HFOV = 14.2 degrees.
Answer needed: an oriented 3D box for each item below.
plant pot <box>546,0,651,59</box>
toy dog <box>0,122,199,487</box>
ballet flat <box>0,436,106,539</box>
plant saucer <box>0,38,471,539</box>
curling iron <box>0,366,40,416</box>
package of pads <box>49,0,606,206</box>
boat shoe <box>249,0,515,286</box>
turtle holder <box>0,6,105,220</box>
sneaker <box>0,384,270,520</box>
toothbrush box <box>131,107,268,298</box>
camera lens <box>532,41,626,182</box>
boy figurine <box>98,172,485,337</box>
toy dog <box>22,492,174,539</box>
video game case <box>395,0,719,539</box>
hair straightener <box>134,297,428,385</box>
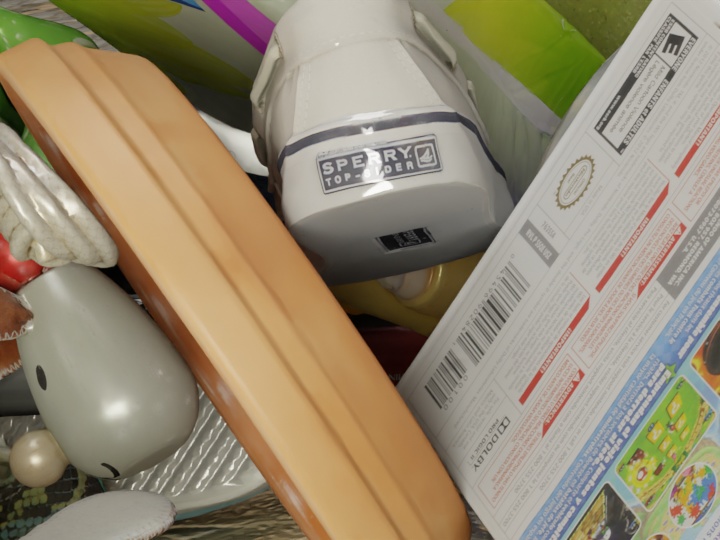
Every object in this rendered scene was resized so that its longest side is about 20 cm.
[{"bbox_3d":[0.102,-0.076,1.081,0.187,0.200,0.187,33,1,-1],"label":"plant pot"},{"bbox_3d":[-0.143,-0.010,0.806,0.096,0.132,0.200,-41,57,-8],"label":"toy dog"},{"bbox_3d":[-0.173,0.086,0.875,0.200,0.074,0.074,-11,13,-11],"label":"ballet flat"},{"bbox_3d":[-0.029,0.016,0.787,0.037,0.200,0.200,-34,16,-6],"label":"plant saucer"},{"bbox_3d":[-0.135,0.033,0.879,0.200,0.026,0.050,-5,-5,33],"label":"curling iron"},{"bbox_3d":[-0.030,-0.092,0.908,0.154,0.068,0.200,20,-11,38],"label":"package of pads"},{"bbox_3d":[0.002,-0.036,0.806,0.072,0.066,0.200,-12,-7,5],"label":"boat shoe"},{"bbox_3d":[-0.160,-0.034,0.942,0.185,0.132,0.141,16,-21,3],"label":"turtle holder"},{"bbox_3d":[-0.103,0.062,0.968,0.200,0.074,0.082,-4,-6,15],"label":"sneaker"},{"bbox_3d":[-0.100,-0.037,1.185,0.146,0.085,0.200,10,3,-1],"label":"toothbrush box"},{"bbox_3d":[0.152,0.006,0.788,0.160,0.160,0.200,-16,14,-30],"label":"camera lens"},{"bbox_3d":[0.000,0.000,0.973,0.200,0.064,0.124,18,-5,-32],"label":"boy figurine"},{"bbox_3d":[-0.098,0.100,0.704,0.096,0.132,0.200,28,11,-21],"label":"toy dog"},{"bbox_3d":[0.086,0.026,0.703,0.018,0.143,0.200,25,16,-32],"label":"video game case"},{"bbox_3d":[-0.054,0.029,1.048,0.200,0.041,0.077,-9,31,-11],"label":"hair straightener"}]
